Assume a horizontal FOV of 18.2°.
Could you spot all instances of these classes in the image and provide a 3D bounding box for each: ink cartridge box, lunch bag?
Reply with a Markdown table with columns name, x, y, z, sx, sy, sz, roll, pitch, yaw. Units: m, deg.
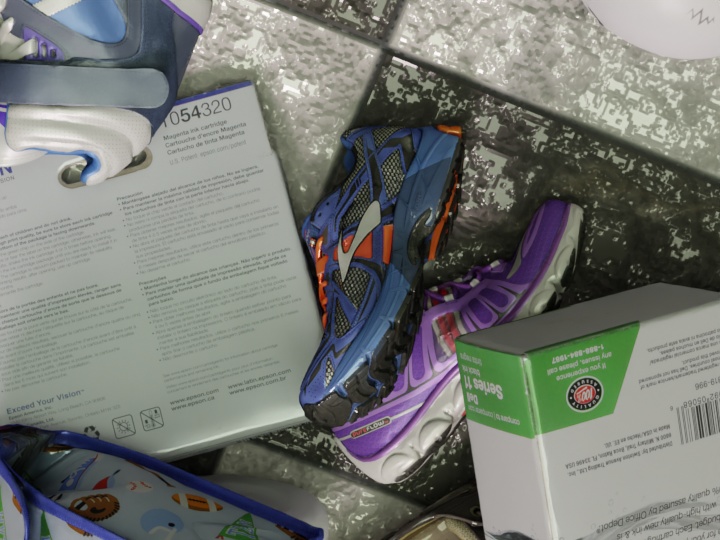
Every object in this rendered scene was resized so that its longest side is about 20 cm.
| name | x | y | z | sx | sy | sz | roll | pitch | yaw |
| --- | --- | --- | --- | --- | --- | --- | --- | --- | --- |
| ink cartridge box | 0.144 | 0.121 | 1.243 | 0.146 | 0.083 | 0.200 | -13 | 101 | -25 |
| lunch bag | -0.139 | 0.192 | 1.220 | 0.200 | 0.124 | 0.170 | 22 | 110 | 30 |
| ink cartridge box | -0.127 | 0.012 | 1.303 | 0.196 | 0.043 | 0.200 | -15 | 82 | 1 |

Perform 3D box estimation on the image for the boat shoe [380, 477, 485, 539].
| name | x | y | z | sx | sy | sz | roll | pitch | yaw |
| --- | --- | --- | --- | --- | --- | --- | --- | --- | --- |
| boat shoe | 0.069 | 0.165 | 1.337 | 0.200 | 0.065 | 0.073 | -33 | 89 | -1 |

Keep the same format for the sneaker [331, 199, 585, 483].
| name | x | y | z | sx | sy | sz | roll | pitch | yaw |
| --- | --- | --- | --- | --- | --- | --- | --- | --- | --- |
| sneaker | 0.054 | 0.032 | 1.312 | 0.083 | 0.081 | 0.200 | 42 | 92 | 7 |

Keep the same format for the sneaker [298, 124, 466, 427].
| name | x | y | z | sx | sy | sz | roll | pitch | yaw |
| --- | --- | --- | --- | --- | --- | --- | --- | --- | --- |
| sneaker | 0.000 | 0.000 | 1.272 | 0.078 | 0.075 | 0.200 | 13 | 57 | 11 |

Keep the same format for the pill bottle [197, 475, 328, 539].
| name | x | y | z | sx | sy | sz | roll | pitch | yaw |
| --- | --- | --- | --- | --- | --- | --- | --- | --- | --- |
| pill bottle | -0.079 | 0.230 | 1.328 | 0.112 | 0.112 | 0.200 | 3 | 103 | -3 |

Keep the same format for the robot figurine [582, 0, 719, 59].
| name | x | y | z | sx | sy | sz | roll | pitch | yaw |
| --- | --- | --- | --- | --- | --- | --- | --- | --- | --- |
| robot figurine | 0.193 | -0.216 | 1.238 | 0.150 | 0.125 | 0.200 | 26 | 102 | 27 |

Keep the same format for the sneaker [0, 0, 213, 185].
| name | x | y | z | sx | sy | sz | roll | pitch | yaw |
| --- | --- | --- | --- | --- | --- | --- | --- | --- | --- |
| sneaker | -0.193 | -0.134 | 1.246 | 0.200 | 0.081 | 0.147 | 30 | 84 | -15 |
